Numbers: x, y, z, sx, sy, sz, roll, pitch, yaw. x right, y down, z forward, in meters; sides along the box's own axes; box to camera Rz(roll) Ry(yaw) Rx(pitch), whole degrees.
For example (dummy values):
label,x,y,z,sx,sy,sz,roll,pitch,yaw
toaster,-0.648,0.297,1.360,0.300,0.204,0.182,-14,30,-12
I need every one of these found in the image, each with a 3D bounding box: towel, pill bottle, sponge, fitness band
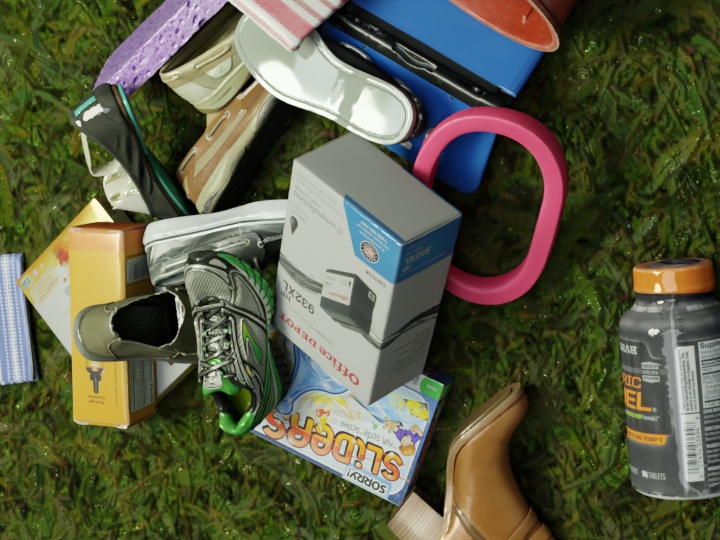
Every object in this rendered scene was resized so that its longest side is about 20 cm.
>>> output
label,x,y,z,sx,sy,sz,roll,pitch,yaw
towel,-0.047,-0.304,1.342,0.146,0.030,0.200,41,73,14
pill bottle,0.284,0.092,1.287,0.105,0.106,0.203,-3,96,22
towel,-0.452,0.060,1.632,0.198,0.024,0.147,-5,94,21
sponge,-0.184,-0.242,1.425,0.199,0.112,0.030,-39,112,23
fitness band,0.114,-0.059,1.337,0.142,0.038,0.202,17,126,8

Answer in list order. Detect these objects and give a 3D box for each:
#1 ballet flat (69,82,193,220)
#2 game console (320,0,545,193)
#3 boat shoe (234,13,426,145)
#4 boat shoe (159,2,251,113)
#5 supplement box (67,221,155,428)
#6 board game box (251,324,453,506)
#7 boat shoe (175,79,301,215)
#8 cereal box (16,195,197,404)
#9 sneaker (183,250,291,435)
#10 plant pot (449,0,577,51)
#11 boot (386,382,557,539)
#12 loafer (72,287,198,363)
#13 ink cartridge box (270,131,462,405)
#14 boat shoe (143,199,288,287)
label,x,y,z,sx,sy,sz,roll,pitch,yaw
ballet flat,-0.230,-0.105,1.433,0.068,0.201,0.068,-26,48,-1
game console,0.071,-0.204,1.377,0.199,0.118,0.172,33,140,15
boat shoe,-0.028,-0.175,1.343,0.199,0.060,0.076,38,105,15
boat shoe,-0.109,-0.244,1.394,0.201,0.063,0.073,-47,39,10
supplement box,-0.252,0.054,1.479,0.066,0.069,0.203,4,97,20
board game box,-0.020,0.130,1.455,0.198,0.034,0.137,23,106,17
boat shoe,-0.120,-0.146,1.434,0.074,0.075,0.201,41,110,15
cereal box,-0.255,0.043,1.535,0.144,0.039,0.201,-43,81,22
sneaker,-0.121,0.069,1.380,0.077,0.085,0.202,-1,124,27
plant pot,0.141,-0.325,1.230,0.200,0.201,0.196,35,88,13
boot,0.139,0.221,1.393,0.154,0.074,0.201,38,105,3
loafer,-0.179,0.055,1.428,0.069,0.198,0.076,-15,84,56
ink cartridge box,0.000,0.000,1.345,0.145,0.083,0.202,38,137,28
boat shoe,-0.116,-0.021,1.435,0.197,0.072,0.072,-10,74,13
